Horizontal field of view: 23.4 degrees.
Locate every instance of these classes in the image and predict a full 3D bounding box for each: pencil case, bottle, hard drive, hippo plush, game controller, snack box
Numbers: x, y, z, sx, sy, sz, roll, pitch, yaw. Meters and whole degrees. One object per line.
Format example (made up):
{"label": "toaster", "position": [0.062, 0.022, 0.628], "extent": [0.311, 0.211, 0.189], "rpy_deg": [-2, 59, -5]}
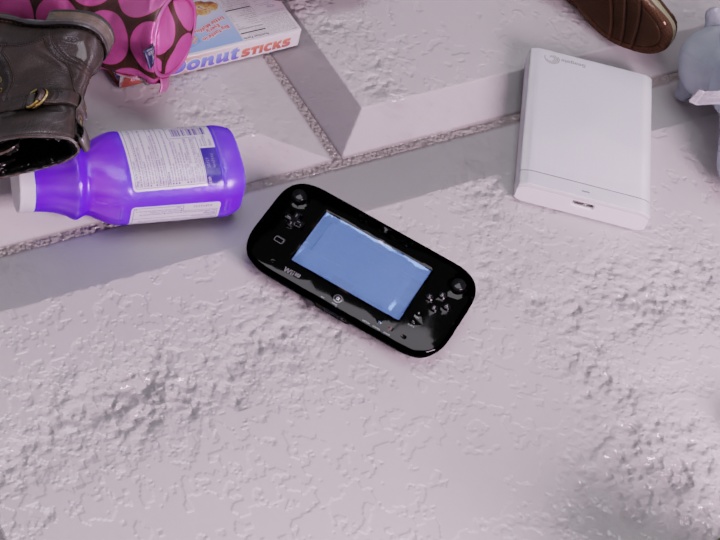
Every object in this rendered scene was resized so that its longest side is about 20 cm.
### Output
{"label": "pencil case", "position": [-0.256, -0.233, 1.607], "extent": [0.199, 0.094, 0.091], "rpy_deg": [18, 25, 19]}
{"label": "bottle", "position": [-0.203, -0.081, 1.520], "extent": [0.198, 0.065, 0.084], "rpy_deg": [-6, 54, -21]}
{"label": "hard drive", "position": [0.222, -0.133, 1.716], "extent": [0.131, 0.027, 0.201], "rpy_deg": [14, 47, -4]}
{"label": "hippo plush", "position": [0.375, -0.170, 1.743], "extent": [0.199, 0.160, 0.161], "rpy_deg": [13, 14, -25]}
{"label": "game controller", "position": [0.000, 0.000, 1.524], "extent": [0.199, 0.042, 0.104], "rpy_deg": [29, 48, 11]}
{"label": "snack box", "position": [-0.160, -0.230, 1.691], "extent": [0.199, 0.024, 0.072], "rpy_deg": [-18, 58, -29]}

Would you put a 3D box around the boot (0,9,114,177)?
{"label": "boot", "position": [-0.309, -0.147, 1.500], "extent": [0.198, 0.069, 0.175], "rpy_deg": [-8, 44, 20]}

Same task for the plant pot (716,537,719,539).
{"label": "plant pot", "position": [0.325, 0.251, 1.289], "extent": [0.186, 0.201, 0.188], "rpy_deg": [8, 47, -9]}

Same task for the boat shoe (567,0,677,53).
{"label": "boat shoe", "position": [0.260, -0.306, 1.849], "extent": [0.202, 0.075, 0.075], "rpy_deg": [38, 44, 18]}
